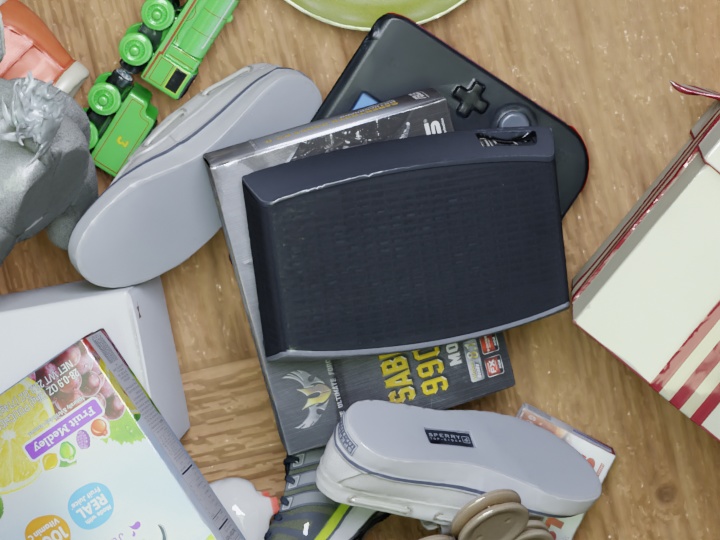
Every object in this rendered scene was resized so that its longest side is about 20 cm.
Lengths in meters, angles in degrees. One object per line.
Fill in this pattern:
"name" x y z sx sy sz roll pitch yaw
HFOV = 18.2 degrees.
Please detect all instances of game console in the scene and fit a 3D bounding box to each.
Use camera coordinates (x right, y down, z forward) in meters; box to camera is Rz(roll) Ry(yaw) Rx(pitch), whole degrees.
"game console" 0.036 -0.043 1.479 0.176 0.031 0.200 31 98 -16

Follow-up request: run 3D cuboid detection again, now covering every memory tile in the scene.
"memory tile" 0.040 0.220 1.460 0.200 0.153 0.017 -34 55 8

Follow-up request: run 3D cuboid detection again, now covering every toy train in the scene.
"toy train" -0.128 -0.149 1.484 0.056 0.042 0.200 32 108 -8

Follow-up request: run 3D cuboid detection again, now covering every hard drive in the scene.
"hard drive" 0.033 -0.013 1.398 0.199 0.042 0.136 -9 105 -9

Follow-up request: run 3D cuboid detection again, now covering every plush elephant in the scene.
"plush elephant" -0.255 -0.084 1.404 0.155 0.200 0.165 38 55 15

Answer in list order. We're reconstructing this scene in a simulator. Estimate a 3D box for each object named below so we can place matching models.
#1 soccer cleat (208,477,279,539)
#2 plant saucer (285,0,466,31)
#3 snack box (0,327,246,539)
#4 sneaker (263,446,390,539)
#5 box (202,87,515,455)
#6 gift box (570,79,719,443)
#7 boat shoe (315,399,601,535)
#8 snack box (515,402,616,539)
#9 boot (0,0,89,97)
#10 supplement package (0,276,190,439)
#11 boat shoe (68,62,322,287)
"soccer cleat" -0.083 0.241 1.523 0.077 0.069 0.201 -9 89 -13
"plant saucer" 0.011 -0.258 1.477 0.199 0.031 0.201 0 97 4
"snack box" -0.178 0.166 1.406 0.168 0.068 0.200 -35 92 9
"sneaker" -0.030 0.153 1.494 0.081 0.074 0.200 42 68 13
"box" 0.000 0.000 1.443 0.158 0.048 0.201 -16 106 -7
"gift box" 0.239 -0.010 1.411 0.200 0.185 0.187 39 100 -7
"boat shoe" 0.062 0.137 1.454 0.199 0.071 0.070 10 129 -31
"snack box" 0.096 0.194 1.527 0.072 0.024 0.201 27 98 0
"boot" -0.270 -0.088 1.502 0.107 0.075 0.200 39 97 -6
"supplement package" -0.227 0.077 1.493 0.199 0.117 0.118 -10 96 7
"boat shoe" -0.116 -0.068 1.464 0.200 0.066 0.072 -44 128 -14
